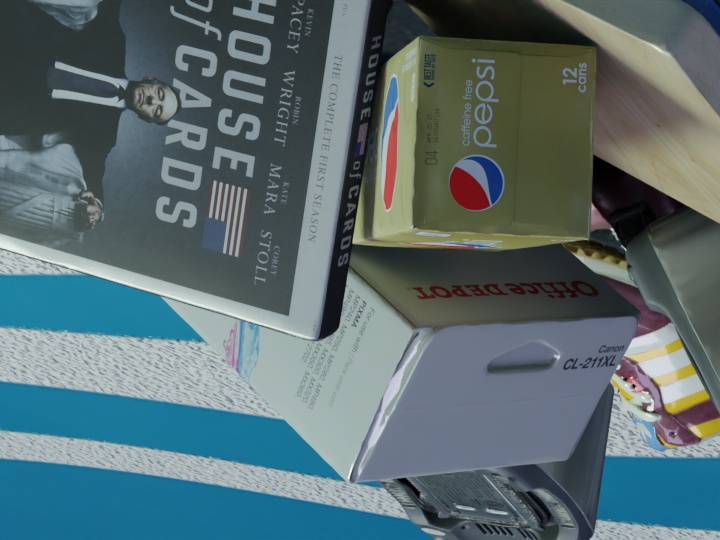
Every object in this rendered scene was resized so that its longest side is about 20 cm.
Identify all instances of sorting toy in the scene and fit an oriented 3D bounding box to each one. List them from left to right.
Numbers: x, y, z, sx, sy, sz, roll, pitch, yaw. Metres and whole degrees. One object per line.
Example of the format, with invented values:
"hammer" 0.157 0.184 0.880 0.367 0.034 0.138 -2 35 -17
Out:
"sorting toy" 0.097 -0.097 0.979 0.199 0.070 0.200 32 175 38

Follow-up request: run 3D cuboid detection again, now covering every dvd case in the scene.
"dvd case" -0.090 -0.070 1.012 0.199 0.151 0.025 16 -161 21

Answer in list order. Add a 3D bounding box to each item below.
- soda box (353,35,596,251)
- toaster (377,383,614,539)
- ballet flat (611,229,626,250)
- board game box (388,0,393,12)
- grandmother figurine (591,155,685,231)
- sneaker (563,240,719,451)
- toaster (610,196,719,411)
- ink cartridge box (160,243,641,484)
"soda box" 0.037 -0.043 0.981 0.064 0.068 0.200 2 179 -7
"toaster" 0.068 0.067 1.426 0.113 0.130 0.200 4 158 25
"ballet flat" 0.203 -0.004 1.241 0.199 0.072 0.072 4 158 27
"board game box" -0.098 -0.105 1.060 0.200 0.103 0.019 24 166 17
"grandmother figurine" 0.115 -0.039 1.211 0.200 0.061 0.121 -7 143 44
"sneaker" 0.145 0.043 1.341 0.199 0.090 0.075 18 -174 -10
"toaster" 0.198 0.028 1.075 0.129 0.200 0.114 -29 147 9
"ink cartridge box" 0.000 0.000 1.157 0.145 0.083 0.200 -1 -146 -45
